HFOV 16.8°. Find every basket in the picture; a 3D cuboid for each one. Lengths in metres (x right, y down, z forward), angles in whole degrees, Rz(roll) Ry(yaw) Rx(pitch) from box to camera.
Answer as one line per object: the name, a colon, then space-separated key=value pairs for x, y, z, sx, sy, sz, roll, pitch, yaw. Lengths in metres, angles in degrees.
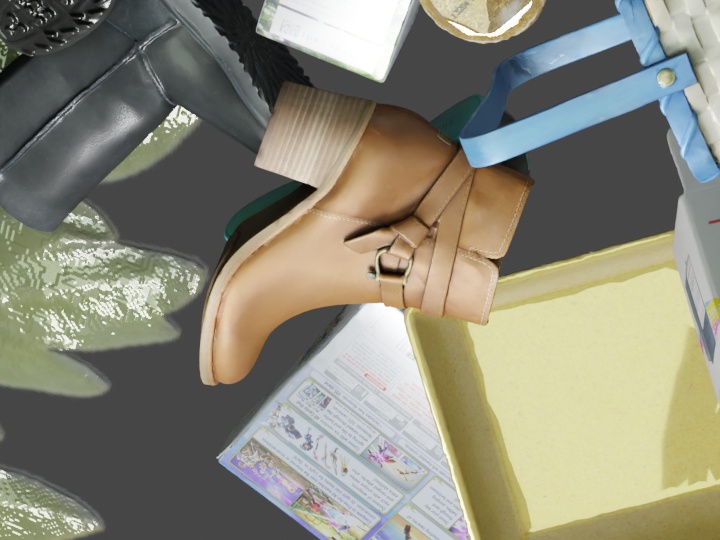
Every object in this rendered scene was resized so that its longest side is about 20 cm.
basket: x=0.153 y=-0.115 z=1.267 sx=0.199 sy=0.176 sz=0.140 roll=-16 pitch=107 yaw=17

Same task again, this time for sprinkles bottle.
sprinkles bottle: x=0.081 y=-0.187 z=1.228 sx=0.068 sy=0.200 sz=0.068 roll=9 pitch=124 yaw=13

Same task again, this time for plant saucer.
plant saucer: x=0.146 y=0.079 z=1.436 sx=0.199 sy=0.048 sz=0.201 roll=-15 pitch=105 yaw=8

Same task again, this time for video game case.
video game case: x=0.041 y=0.115 z=1.531 sx=0.200 sy=0.045 sz=0.181 roll=38 pitch=124 yaw=-7

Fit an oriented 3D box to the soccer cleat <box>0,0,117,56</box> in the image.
soccer cleat: x=-0.141 y=-0.199 z=1.373 sx=0.068 sy=0.073 sz=0.200 roll=38 pitch=125 yaw=-6

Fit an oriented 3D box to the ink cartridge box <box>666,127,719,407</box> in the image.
ink cartridge box: x=0.240 y=0.011 z=1.321 sx=0.117 sy=0.201 sz=0.067 roll=-11 pitch=152 yaw=-3

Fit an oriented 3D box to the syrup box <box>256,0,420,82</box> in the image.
syrup box: x=0.014 y=-0.210 z=1.309 sx=0.079 sy=0.082 sz=0.200 roll=22 pitch=125 yaw=2

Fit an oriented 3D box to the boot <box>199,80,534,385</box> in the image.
boot: x=0.000 y=0.000 z=1.383 sx=0.155 sy=0.077 sz=0.201 roll=20 pitch=110 yaw=-3

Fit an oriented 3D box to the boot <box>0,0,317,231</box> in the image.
boot: x=-0.133 y=-0.080 z=1.447 sx=0.200 sy=0.066 sz=0.165 roll=-36 pitch=93 yaw=27

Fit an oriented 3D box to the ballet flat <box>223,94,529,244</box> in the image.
ballet flat: x=0.013 y=-0.033 z=1.435 sx=0.200 sy=0.068 sz=0.068 roll=-23 pitch=122 yaw=29
